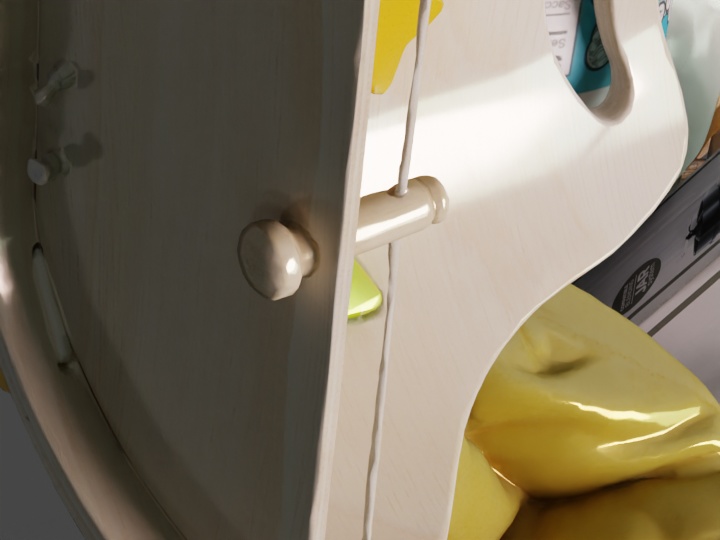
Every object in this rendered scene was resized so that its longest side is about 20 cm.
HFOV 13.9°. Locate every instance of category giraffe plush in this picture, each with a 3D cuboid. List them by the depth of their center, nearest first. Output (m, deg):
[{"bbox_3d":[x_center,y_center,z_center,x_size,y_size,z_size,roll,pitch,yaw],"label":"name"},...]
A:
[{"bbox_3d":[0.040,0.106,0.722,0.200,0.173,0.162,-9,146,-39],"label":"giraffe plush"}]

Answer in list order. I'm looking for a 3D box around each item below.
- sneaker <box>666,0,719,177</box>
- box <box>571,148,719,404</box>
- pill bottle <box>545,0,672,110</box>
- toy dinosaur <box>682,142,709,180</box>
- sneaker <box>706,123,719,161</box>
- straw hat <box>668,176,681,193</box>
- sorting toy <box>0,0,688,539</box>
[{"bbox_3d":[0.057,-0.117,0.797,0.085,0.073,0.200,-33,118,-48],"label":"sneaker"},{"bbox_3d":[0.099,0.047,0.796,0.200,0.117,0.060,-45,-163,30],"label":"box"},{"bbox_3d":[0.025,-0.099,0.702,0.111,0.111,0.200,-51,153,-57],"label":"pill bottle"},{"bbox_3d":[0.125,-0.091,1.160,0.136,0.086,0.200,9,91,-69],"label":"toy dinosaur"},{"bbox_3d":[0.144,-0.043,0.921,0.118,0.074,0.201,93,20,-45],"label":"sneaker"},{"bbox_3d":[0.065,-0.058,0.936,0.201,0.085,0.201,15,90,-87],"label":"straw hat"},{"bbox_3d":[0.015,-0.045,0.602,0.180,0.107,0.200,-25,135,-37],"label":"sorting toy"}]
